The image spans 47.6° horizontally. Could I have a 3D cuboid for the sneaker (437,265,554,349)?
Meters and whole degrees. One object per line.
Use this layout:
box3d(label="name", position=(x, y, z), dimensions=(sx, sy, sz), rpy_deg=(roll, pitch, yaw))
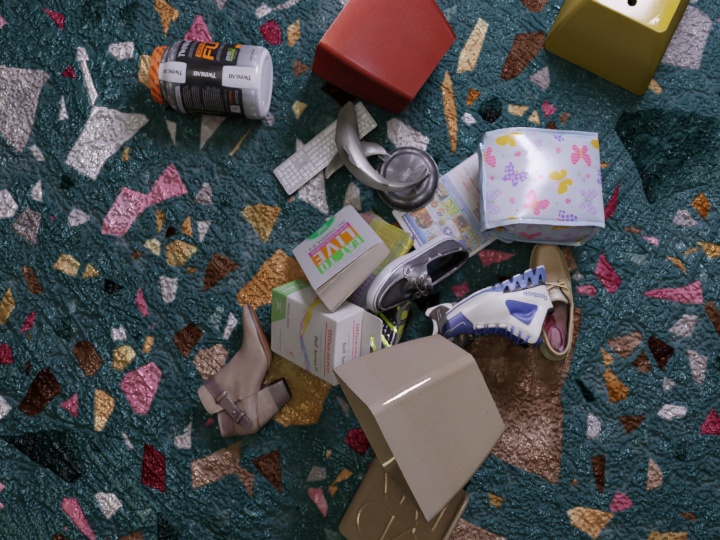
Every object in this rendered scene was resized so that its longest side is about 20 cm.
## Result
box3d(label="sneaker", position=(0.232, 0.080, 1.308), dimensions=(0.196, 0.081, 0.117), rpy_deg=(-23, 79, -10))

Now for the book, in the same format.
box3d(label="book", position=(-0.034, -0.029, 1.343), dimensions=(0.133, 0.200, 0.048), rpy_deg=(-40, 116, 0))

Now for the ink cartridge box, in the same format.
box3d(label="ink cartridge box", position=(-0.058, 0.105, 1.324), dimensions=(0.198, 0.067, 0.120), rpy_deg=(22, 119, 39))

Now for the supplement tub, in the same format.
box3d(label="supplement tub", position=(-0.257, -0.332, 1.418), dimensions=(0.195, 0.123, 0.126), rpy_deg=(5, 85, 4))

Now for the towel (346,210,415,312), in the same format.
box3d(label="towel", position=(0.000, 0.000, 1.384), dimensions=(0.143, 0.023, 0.202), rpy_deg=(29, 85, 44))

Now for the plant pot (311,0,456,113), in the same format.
box3d(label="plant pot", position=(0.046, -0.380, 1.378), dimensions=(0.175, 0.200, 0.201), rpy_deg=(37, 88, -7))

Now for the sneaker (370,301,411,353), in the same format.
box3d(label="sneaker", position=(0.048, 0.065, 1.390), dimensions=(0.074, 0.077, 0.203), rpy_deg=(20, 68, 11))

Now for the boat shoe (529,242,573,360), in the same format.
box3d(label="boat shoe", position=(0.327, 0.048, 1.371), dimensions=(0.072, 0.066, 0.205), rpy_deg=(-8, 84, 3))

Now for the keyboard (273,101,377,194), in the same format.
box3d(label="keyboard", position=(-0.063, -0.215, 1.441), dimensions=(0.199, 0.011, 0.057), rpy_deg=(-38, 80, 4))

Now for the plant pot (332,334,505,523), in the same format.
box3d(label="plant pot", position=(0.097, 0.211, 1.225), dimensions=(0.175, 0.200, 0.203), rpy_deg=(-30, 107, -12))

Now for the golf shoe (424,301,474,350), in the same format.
box3d(label="golf shoe", position=(0.145, 0.156, 1.376), dimensions=(0.092, 0.078, 0.205), rpy_deg=(1, 77, 12))

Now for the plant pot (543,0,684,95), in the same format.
box3d(label="plant pot", position=(0.447, -0.446, 1.356), dimensions=(0.197, 0.176, 0.203), rpy_deg=(27, 87, 5))

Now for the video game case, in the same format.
box3d(label="video game case", position=(0.173, -0.098, 1.420), dimensions=(0.198, 0.018, 0.145), rpy_deg=(-34, 84, 0))

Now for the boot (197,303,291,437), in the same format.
box3d(label="boot", position=(-0.211, 0.179, 1.395), dimensions=(0.144, 0.070, 0.203), rpy_deg=(-24, 83, 3))

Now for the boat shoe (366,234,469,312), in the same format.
box3d(label="boat shoe", position=(0.099, 0.012, 1.331), dimensions=(0.198, 0.071, 0.066), rpy_deg=(-31, 40, -28))

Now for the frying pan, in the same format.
box3d(label="frying pan", position=(0.065, -0.195, 1.424), dimensions=(0.113, 0.031, 0.193), rpy_deg=(-25, 80, 2))

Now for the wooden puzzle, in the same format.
box3d(label="wooden puzzle", position=(0.072, 0.395, 1.325), dimensions=(0.199, 0.046, 0.188), rpy_deg=(31, 94, 42))

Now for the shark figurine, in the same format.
box3d(label="shark figurine", position=(0.010, -0.181, 1.372), dimensions=(0.214, 0.089, 0.129), rpy_deg=(42, 93, 18))

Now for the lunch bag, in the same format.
box3d(label="lunch bag", position=(0.287, -0.138, 1.347), dimensions=(0.195, 0.127, 0.174), rpy_deg=(2, 74, -11))
